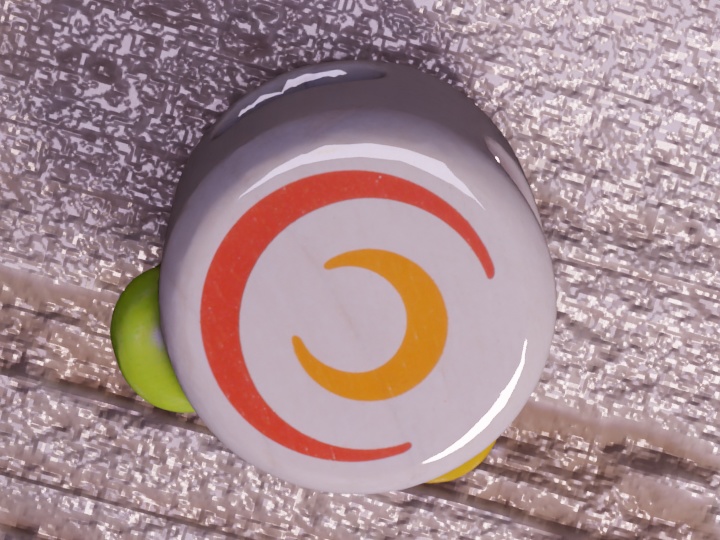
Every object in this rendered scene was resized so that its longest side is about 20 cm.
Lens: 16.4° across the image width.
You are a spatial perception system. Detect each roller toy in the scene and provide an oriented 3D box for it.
[{"bbox_3d":[0.000,0.000,1.172,0.199,0.140,0.183,24,106,-9],"label":"roller toy"}]
